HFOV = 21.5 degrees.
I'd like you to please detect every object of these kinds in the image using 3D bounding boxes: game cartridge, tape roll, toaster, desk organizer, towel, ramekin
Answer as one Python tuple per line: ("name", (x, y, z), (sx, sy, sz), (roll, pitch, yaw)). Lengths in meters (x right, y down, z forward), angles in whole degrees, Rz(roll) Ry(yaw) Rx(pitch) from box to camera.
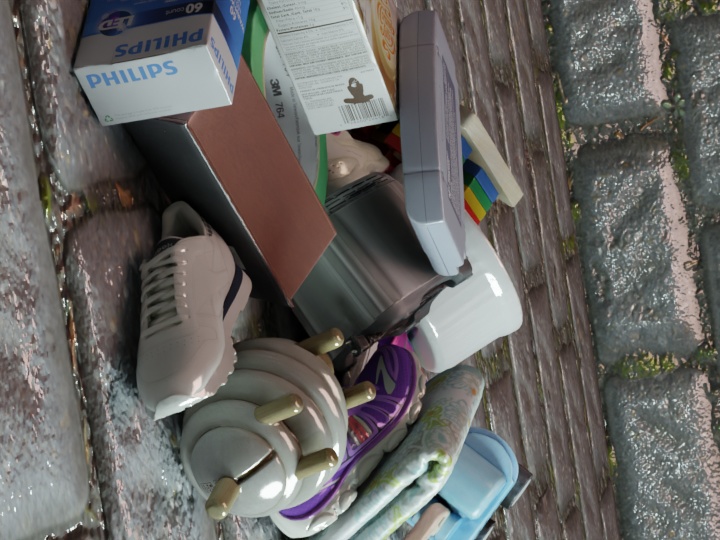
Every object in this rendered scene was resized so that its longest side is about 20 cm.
("game cartridge", (0.061, -0.112, 1.623), (0.133, 0.040, 0.202), (69, 18, -65))
("tape roll", (-0.077, -0.129, 1.559), (0.200, 0.048, 0.203), (-9, 90, -75))
("toaster", (0.000, 0.000, 1.679), (0.129, 0.114, 0.200), (51, 36, 6))
("desk organizer", (-0.096, -0.071, 1.431), (0.077, 0.071, 0.201), (-55, 138, -27))
("towel", (0.024, 0.181, 1.642), (0.048, 0.200, 0.171), (41, 25, -8))
("ramekin", (0.061, 0.003, 1.863), (0.201, 0.097, 0.201), (51, -13, 16))

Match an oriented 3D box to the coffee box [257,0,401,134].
("coffee box", (-0.028, -0.224, 1.547), (0.201, 0.079, 0.115), (67, 20, -47))

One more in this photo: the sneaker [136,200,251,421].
("sneaker", (-0.132, 0.029, 1.352), (0.201, 0.076, 0.081), (-88, 156, -60))

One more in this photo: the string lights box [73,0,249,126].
("string lights box", (-0.136, -0.201, 1.371), (0.059, 0.102, 0.201), (67, 21, -45))

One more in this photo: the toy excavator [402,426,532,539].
("toy excavator", (0.083, 0.243, 1.934), (0.195, 0.100, 0.200), (-52, 167, -6))

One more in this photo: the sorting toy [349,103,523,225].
("sorting toy", (0.049, -0.136, 1.931), (0.070, 0.198, 0.200), (-52, 152, -6))

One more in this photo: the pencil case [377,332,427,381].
("pencil case", (0.027, 0.118, 1.874), (0.201, 0.087, 0.089), (65, 22, -44))

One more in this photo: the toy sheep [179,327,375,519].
("toy sheep", (-0.069, 0.117, 1.408), (0.200, 0.137, 0.139), (-50, 131, -56))

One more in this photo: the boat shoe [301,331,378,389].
("boat shoe", (-0.027, 0.084, 1.713), (0.057, 0.068, 0.201), (65, 24, -46))

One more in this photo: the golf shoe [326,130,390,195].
("golf shoe", (-0.022, -0.113, 1.832), (0.092, 0.075, 0.200), (62, 9, -6))

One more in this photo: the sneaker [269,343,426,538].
("sneaker", (-0.017, 0.130, 1.594), (0.084, 0.080, 0.200), (51, 55, -20))
